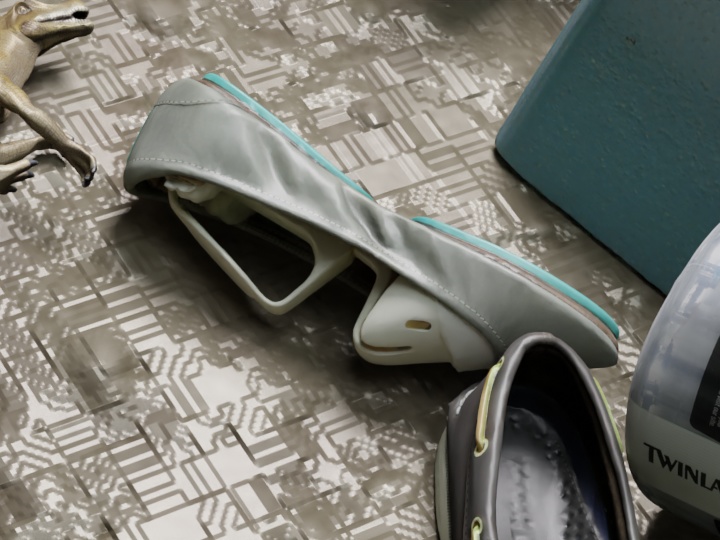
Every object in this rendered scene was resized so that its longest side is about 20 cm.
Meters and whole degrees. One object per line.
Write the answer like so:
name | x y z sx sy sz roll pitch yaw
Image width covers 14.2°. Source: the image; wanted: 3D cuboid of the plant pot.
plant pot | 0.207 -0.097 1.130 0.196 0.200 0.196 41 50 15

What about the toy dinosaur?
toy dinosaur | -0.159 -0.060 1.050 0.101 0.058 0.200 54 27 14

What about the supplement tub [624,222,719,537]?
supplement tub | 0.203 0.063 1.011 0.199 0.123 0.122 25 44 29

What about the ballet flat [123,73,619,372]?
ballet flat | 0.000 0.000 1.079 0.199 0.067 0.064 32 75 9

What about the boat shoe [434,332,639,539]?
boat shoe | 0.065 0.114 0.995 0.071 0.061 0.202 4 50 -17
